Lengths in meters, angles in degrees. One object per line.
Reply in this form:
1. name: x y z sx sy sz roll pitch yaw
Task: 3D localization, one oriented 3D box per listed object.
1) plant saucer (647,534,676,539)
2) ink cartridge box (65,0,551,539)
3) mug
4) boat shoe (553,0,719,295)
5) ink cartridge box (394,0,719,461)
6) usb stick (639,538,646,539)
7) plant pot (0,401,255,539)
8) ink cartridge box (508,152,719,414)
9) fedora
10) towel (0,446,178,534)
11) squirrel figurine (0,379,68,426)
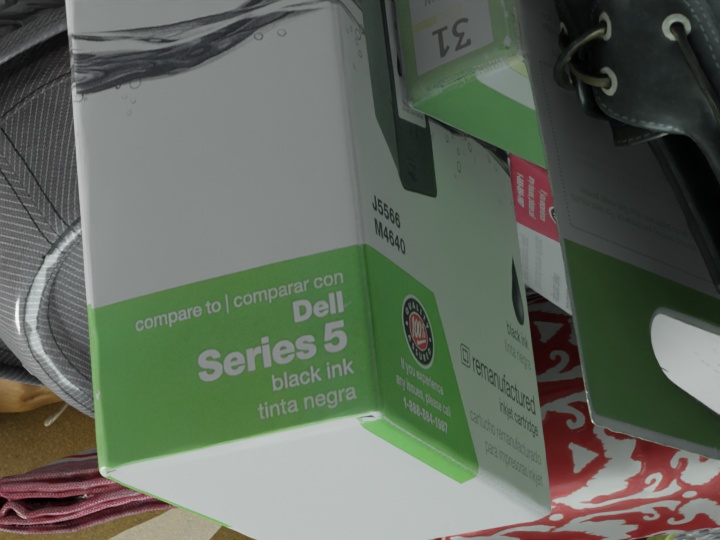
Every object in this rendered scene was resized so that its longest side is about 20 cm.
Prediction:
1. plant saucer: 0.104 0.127 1.277 0.199 0.048 0.200 12 123 -40
2. ink cartridge box: -0.015 -0.031 0.645 0.083 0.201 0.145 -13 160 19
3. mug: 0.120 0.077 1.020 0.199 0.134 0.178 -10 137 -9
4. boat shoe: 0.084 -0.051 0.571 0.056 0.201 0.069 -36 -168 -6
5. ink cartridge box: 0.072 -0.037 0.641 0.048 0.201 0.145 -19 157 34
6. usb stick: 0.133 0.087 1.188 0.055 0.033 0.201 -16 141 -6
7. plant pot: -0.096 0.079 1.044 0.199 0.187 0.186 -32 150 27
8. ink cartridge box: 0.155 0.004 0.801 0.199 0.085 0.146 33 168 14
9. fedora: -0.064 -0.004 0.776 0.177 0.090 0.200 -41 141 7
10. towel: -0.029 0.063 0.815 0.143 0.023 0.200 -8 -178 22
11. squirrel figurine: -0.187 0.030 0.907 0.185 0.143 0.200 -11 164 2
